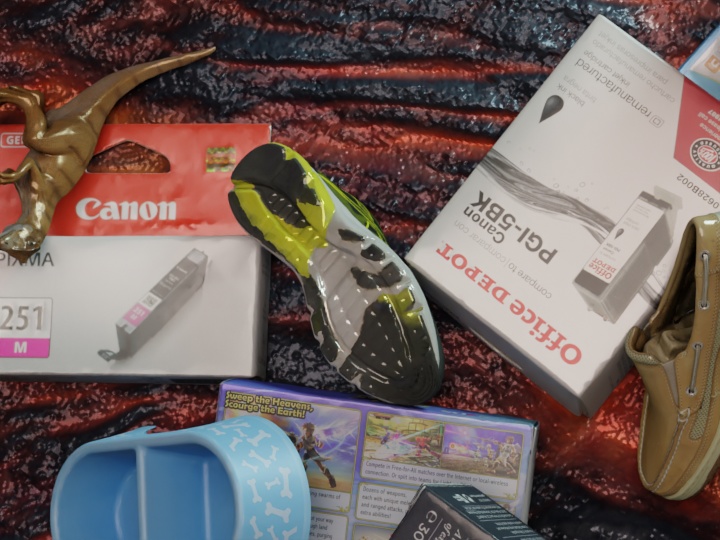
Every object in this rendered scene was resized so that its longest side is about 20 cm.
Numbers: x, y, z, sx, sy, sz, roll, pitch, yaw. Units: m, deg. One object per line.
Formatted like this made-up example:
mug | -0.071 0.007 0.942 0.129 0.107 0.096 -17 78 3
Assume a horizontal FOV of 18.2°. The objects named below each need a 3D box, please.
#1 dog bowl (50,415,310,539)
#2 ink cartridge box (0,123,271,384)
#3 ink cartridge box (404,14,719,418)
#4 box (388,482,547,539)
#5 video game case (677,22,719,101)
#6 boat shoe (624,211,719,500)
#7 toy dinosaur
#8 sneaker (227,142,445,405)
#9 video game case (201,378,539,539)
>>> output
dog bowl | -0.116 0.147 1.366 0.199 0.049 0.112 -9 81 43
ink cartridge box | -0.158 -0.015 1.463 0.198 0.044 0.175 0 81 8
ink cartridge box | 0.145 -0.032 1.402 0.146 0.083 0.200 38 86 14
box | 0.087 0.238 1.283 0.199 0.107 0.149 34 96 17
video game case | 0.317 -0.149 1.436 0.143 0.018 0.200 42 87 12
boat shoe | 0.190 0.049 1.345 0.076 0.072 0.201 1 118 -24
toy dinosaur | -0.194 -0.090 1.474 0.106 0.060 0.201 33 66 -3
sneaker | 0.000 0.000 1.403 0.074 0.084 0.201 -43 65 18
video game case | 0.002 0.169 1.387 0.198 0.045 0.183 8 94 9
